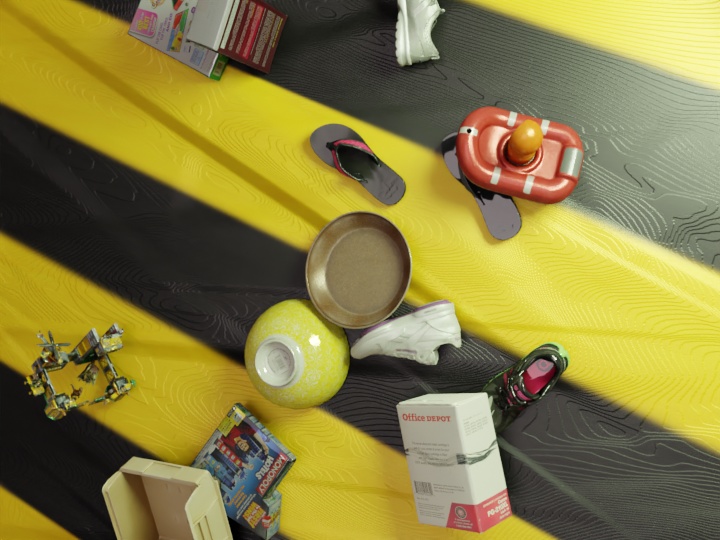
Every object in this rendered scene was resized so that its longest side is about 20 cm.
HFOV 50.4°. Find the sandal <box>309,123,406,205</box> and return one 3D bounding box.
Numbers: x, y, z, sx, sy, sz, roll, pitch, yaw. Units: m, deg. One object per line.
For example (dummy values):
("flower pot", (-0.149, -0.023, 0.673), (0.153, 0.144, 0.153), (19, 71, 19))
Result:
("sandal", (-0.006, -0.188, 1.316), (0.199, 0.045, 0.075), (39, 104, 13))

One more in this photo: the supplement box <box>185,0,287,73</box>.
("supplement box", (-0.204, -0.411, 1.290), (0.060, 0.200, 0.110), (24, 100, 17))

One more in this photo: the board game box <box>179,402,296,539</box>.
("board game box", (-0.203, 0.379, 1.404), (0.199, 0.062, 0.201), (40, 105, 12))

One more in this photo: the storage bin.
("storage bin", (-0.348, 0.458, 1.396), (0.198, 0.094, 0.201), (1, 113, 28))

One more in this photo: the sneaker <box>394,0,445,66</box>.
("sneaker", (0.099, -0.441, 1.264), (0.081, 0.075, 0.203), (2, 100, 4))

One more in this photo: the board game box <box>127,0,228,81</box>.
("board game box", (-0.317, -0.463, 1.410), (0.199, 0.040, 0.154), (30, 102, 15))

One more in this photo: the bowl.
("bowl", (-0.128, 0.155, 1.343), (0.197, 0.108, 0.203), (1, 94, 19))

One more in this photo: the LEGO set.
("LEGO set", (-0.510, 0.182, 1.433), (0.116, 0.199, 0.155), (-39, 66, 34))

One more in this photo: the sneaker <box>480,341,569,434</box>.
("sneaker", (0.250, 0.191, 1.228), (0.077, 0.084, 0.200), (43, 105, 12))

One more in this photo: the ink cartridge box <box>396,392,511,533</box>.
("ink cartridge box", (0.149, 0.305, 1.239), (0.144, 0.084, 0.203), (-12, 89, 50))

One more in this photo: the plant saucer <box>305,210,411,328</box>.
("plant saucer", (0.000, 0.000, 1.315), (0.198, 0.037, 0.203), (-3, 81, 22))

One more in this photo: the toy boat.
("toy boat", (0.244, -0.188, 1.166), (0.197, 0.131, 0.132), (15, 77, 8))

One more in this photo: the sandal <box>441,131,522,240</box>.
("sandal", (0.201, -0.145, 1.249), (0.076, 0.043, 0.201), (-34, 82, 17))

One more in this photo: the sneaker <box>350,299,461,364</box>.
("sneaker", (0.076, 0.124, 1.288), (0.198, 0.075, 0.101), (-22, 85, 19))
